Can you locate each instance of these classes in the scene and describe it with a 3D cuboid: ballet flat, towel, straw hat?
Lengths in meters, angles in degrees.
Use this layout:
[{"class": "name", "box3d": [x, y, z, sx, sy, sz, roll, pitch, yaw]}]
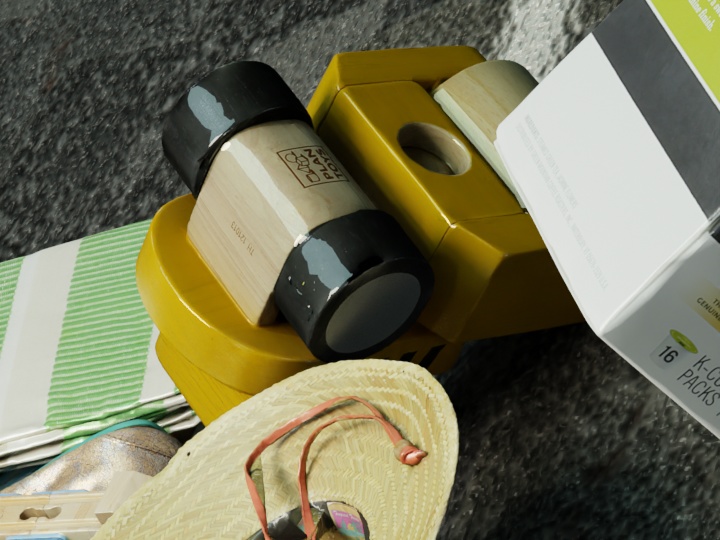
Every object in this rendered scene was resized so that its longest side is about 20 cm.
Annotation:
[{"class": "ballet flat", "box3d": [-0.156, 0.132, 1.268, 0.200, 0.068, 0.067, -32, 46, 22]}, {"class": "towel", "box3d": [-0.149, 0.041, 1.338, 0.199, 0.023, 0.153, -18, 34, 16]}, {"class": "straw hat", "box3d": [-0.022, 0.133, 1.086, 0.201, 0.085, 0.201, -28, 30, 18]}]

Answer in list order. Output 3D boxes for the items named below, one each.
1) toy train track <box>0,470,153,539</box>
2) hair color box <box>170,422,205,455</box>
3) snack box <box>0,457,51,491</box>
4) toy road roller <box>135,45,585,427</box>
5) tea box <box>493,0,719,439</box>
[{"class": "toy train track", "box3d": [-0.169, 0.094, 1.226, 0.199, 0.033, 0.115, -4, 39, 29]}, {"class": "hair color box", "box3d": [-0.078, 0.102, 1.326, 0.099, 0.061, 0.201, -14, 47, 49]}, {"class": "snack box", "box3d": [-0.199, 0.109, 1.386, 0.200, 0.037, 0.116, -35, 29, 22]}, {"class": "toy road roller", "box3d": [0.000, 0.000, 1.226, 0.123, 0.199, 0.146, 52, 133, 30]}, {"class": "tea box", "box3d": [0.188, -0.025, 0.959, 0.197, 0.200, 0.134, -43, 31, 13]}]
